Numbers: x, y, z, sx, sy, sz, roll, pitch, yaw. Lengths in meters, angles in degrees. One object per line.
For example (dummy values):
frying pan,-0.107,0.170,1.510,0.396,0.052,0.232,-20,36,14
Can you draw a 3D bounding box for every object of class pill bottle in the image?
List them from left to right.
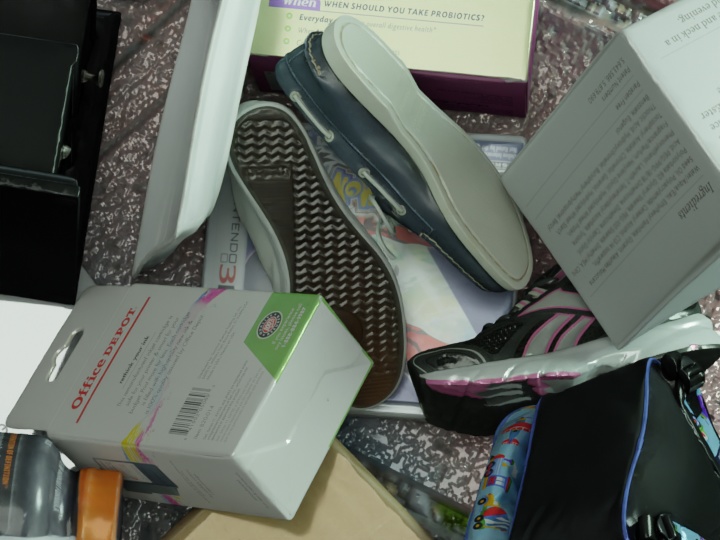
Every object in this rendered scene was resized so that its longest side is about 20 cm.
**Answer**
pill bottle,-0.237,0.143,1.486,0.199,0.106,0.107,5,80,-2

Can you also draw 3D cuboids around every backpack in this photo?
backpack,0.168,0.178,1.497,0.134,0.183,0.200,-20,120,26

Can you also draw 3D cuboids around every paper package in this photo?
paper package,-0.038,0.215,1.534,0.200,0.103,0.191,-44,79,-4

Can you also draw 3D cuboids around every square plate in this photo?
square plate,-0.095,-0.101,1.550,0.028,0.198,0.201,13,81,-11

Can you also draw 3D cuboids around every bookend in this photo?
bookend,-0.199,-0.107,1.534,0.092,0.199,0.201,8,70,-4

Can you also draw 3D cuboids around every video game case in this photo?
video game case,0.000,0.000,1.610,0.199,0.023,0.183,4,80,4

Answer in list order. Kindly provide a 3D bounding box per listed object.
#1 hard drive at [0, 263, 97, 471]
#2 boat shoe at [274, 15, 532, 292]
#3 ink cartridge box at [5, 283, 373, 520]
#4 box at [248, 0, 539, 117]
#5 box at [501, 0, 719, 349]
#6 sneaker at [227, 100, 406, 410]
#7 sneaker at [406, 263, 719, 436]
hard drive,-0.218,0.049,1.612,0.132,0.027,0.200,-38,80,-4
boat shoe,0.026,-0.060,1.542,0.062,0.075,0.200,-30,113,32
ink cartridge box,-0.104,0.074,1.523,0.199,0.067,0.117,4,55,42
box,0.028,-0.210,1.609,0.175,0.097,0.201,5,81,4
box,0.220,-0.081,1.494,0.198,0.200,0.131,-28,78,-27
sneaker,-0.027,-0.014,1.576,0.072,0.085,0.201,-22,101,-5
sneaker,0.117,0.040,1.569,0.199,0.080,0.087,-8,62,-21
